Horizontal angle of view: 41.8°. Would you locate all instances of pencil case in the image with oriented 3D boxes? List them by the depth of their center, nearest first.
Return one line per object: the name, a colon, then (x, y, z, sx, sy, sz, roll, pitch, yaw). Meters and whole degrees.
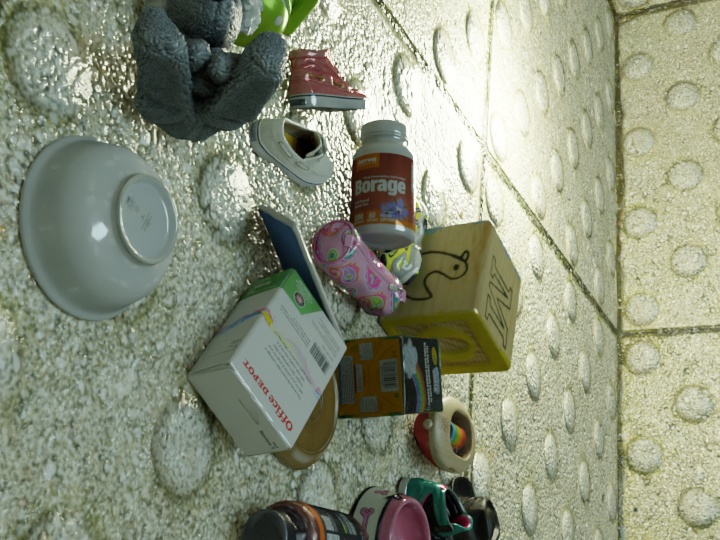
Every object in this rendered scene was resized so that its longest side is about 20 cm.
pencil case: (0.000, 0.000, 1.511, 0.200, 0.087, 0.088, 47, 45, -48)

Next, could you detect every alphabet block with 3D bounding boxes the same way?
alphabet block: (0.169, 0.055, 1.713, 0.197, 0.193, 0.202, 53, 40, -42)

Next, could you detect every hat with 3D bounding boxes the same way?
hat: (0.229, 0.507, 1.851, 0.200, 0.080, 0.203, 18, 69, -61)

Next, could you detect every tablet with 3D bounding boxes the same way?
tablet: (-0.082, 0.007, 1.326, 0.014, 0.130, 0.202, -29, 117, -18)

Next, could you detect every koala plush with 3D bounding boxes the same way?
koala plush: (-0.191, -0.279, 1.125, 0.175, 0.184, 0.202, 6, 63, -20)

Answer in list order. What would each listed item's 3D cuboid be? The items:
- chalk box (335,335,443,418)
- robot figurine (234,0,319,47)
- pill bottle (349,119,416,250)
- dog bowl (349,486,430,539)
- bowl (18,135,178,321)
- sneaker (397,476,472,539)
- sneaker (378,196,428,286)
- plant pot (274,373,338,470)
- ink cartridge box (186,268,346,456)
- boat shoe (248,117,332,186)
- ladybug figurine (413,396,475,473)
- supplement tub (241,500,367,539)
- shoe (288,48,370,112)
chalk box: (0.057, 0.175, 1.545, 0.199, 0.123, 0.126, 14, 71, -62)
robot figurine: (-0.145, -0.390, 1.273, 0.175, 0.115, 0.202, 29, 59, -38)
pill bottle: (0.039, -0.144, 1.585, 0.112, 0.111, 0.203, 27, 60, -58)
dog bowl: (0.051, 0.453, 1.527, 0.200, 0.073, 0.203, 21, 66, -59)
bowl: (-0.259, -0.050, 1.013, 0.201, 0.089, 0.204, 22, 65, -60)
sneaker: (0.137, 0.459, 1.639, 0.083, 0.120, 0.203, -14, 97, -62)
sneaker: (0.070, -0.070, 1.672, 0.076, 0.075, 0.202, 30, 43, -26)
plant pot: (-0.081, 0.189, 1.377, 0.200, 0.027, 0.203, 19, 69, -61)
ink cartridge box: (-0.117, 0.119, 1.232, 0.146, 0.083, 0.201, 57, 37, -22)
boat shoe: (-0.083, -0.179, 1.400, 0.200, 0.069, 0.072, 29, 59, -57)
ladybug figurine: (0.154, 0.306, 1.756, 0.200, 0.071, 0.137, 43, 48, -53)
supplement tub: (-0.077, 0.367, 1.264, 0.200, 0.106, 0.108, 35, 54, -55)
shoe: (-0.047, -0.300, 1.493, 0.199, 0.071, 0.092, -12, 101, -58)
